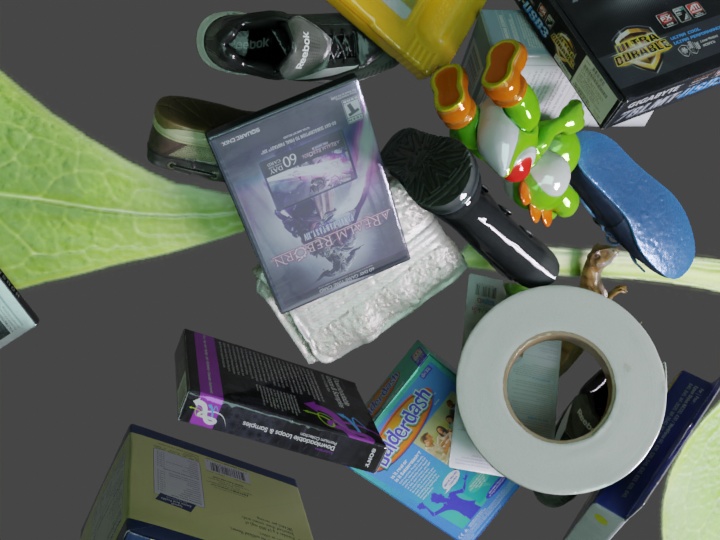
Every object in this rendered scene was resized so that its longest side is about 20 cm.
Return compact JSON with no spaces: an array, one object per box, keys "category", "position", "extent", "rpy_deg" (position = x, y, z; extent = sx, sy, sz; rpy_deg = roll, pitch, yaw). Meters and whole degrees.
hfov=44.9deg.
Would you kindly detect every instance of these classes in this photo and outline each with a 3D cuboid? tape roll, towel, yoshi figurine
[{"category":"tape roll","position":[0.193,0.115,0.849],"extent":[0.200,0.037,0.205],"rpy_deg":[-2,75,8]},{"category":"towel","position":[0.000,0.000,0.894],"extent":[0.199,0.034,0.133],"rpy_deg":[-35,112,-2]},{"category":"yoshi figurine","position":[0.149,-0.130,0.813],"extent":[0.112,0.112,0.200],"rpy_deg":[-47,132,-2]}]

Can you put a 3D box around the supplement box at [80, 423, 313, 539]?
[{"category":"supplement box","position":[-0.160,0.280,0.849],"extent":[0.199,0.200,0.135],"rpy_deg":[23,100,-19]}]

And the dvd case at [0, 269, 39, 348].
[{"category":"dvd case","position":[-0.427,0.044,0.806],"extent":[0.199,0.025,0.151],"rpy_deg":[-33,111,-3]}]

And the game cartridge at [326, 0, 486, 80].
[{"category":"game cartridge","position":[0.035,-0.298,0.786],"extent":[0.199,0.032,0.177],"rpy_deg":[35,76,-20]}]

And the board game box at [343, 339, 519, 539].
[{"category":"board game box","position":[0.092,0.195,0.969],"extent":[0.200,0.045,0.152],"rpy_deg":[39,93,-22]}]

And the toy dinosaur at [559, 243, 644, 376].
[{"category":"toy dinosaur","position":[0.248,0.068,0.974],"extent":[0.105,0.060,0.202],"rpy_deg":[19,99,-6]}]

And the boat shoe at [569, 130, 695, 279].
[{"category":"boat shoe","position":[0.282,-0.075,0.927],"extent":[0.084,0.069,0.200],"rpy_deg":[-43,108,-12]}]

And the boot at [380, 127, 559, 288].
[{"category":"boot","position":[0.120,-0.042,0.829],"extent":[0.066,0.165,0.200],"rpy_deg":[-44,119,6]}]

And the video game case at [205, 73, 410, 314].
[{"category":"video game case","position":[-0.042,-0.065,0.812],"extent":[0.142,0.019,0.201],"rpy_deg":[-23,124,-5]}]

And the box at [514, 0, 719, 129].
[{"category":"box","position":[0.252,-0.246,0.798],"extent":[0.198,0.050,0.200],"rpy_deg":[-21,73,-20]}]

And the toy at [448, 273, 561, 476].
[{"category":"toy","position":[0.150,0.114,0.920],"extent":[0.114,0.047,0.202],"rpy_deg":[12,77,-13]}]

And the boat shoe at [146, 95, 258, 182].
[{"category":"boat shoe","position":[-0.104,-0.109,0.822],"extent":[0.198,0.074,0.065],"rpy_deg":[14,129,-26]}]

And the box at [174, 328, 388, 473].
[{"category":"box","position":[-0.082,0.126,0.853],"extent":[0.198,0.143,0.036],"rpy_deg":[19,103,-18]}]

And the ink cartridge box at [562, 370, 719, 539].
[{"category":"ink cartridge box","position":[0.294,0.200,0.919],"extent":[0.198,0.047,0.201],"rpy_deg":[-43,156,-30]}]

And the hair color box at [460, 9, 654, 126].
[{"category":"hair color box","position":[0.201,-0.194,0.847],"extent":[0.198,0.061,0.099],"rpy_deg":[-2,149,-13]}]

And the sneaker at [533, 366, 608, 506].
[{"category":"sneaker","position":[0.238,0.164,0.912],"extent":[0.066,0.090,0.201],"rpy_deg":[37,102,21]}]

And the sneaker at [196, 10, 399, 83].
[{"category":"sneaker","position":[-0.047,-0.201,0.791],"extent":[0.198,0.091,0.067],"rpy_deg":[-1,108,-14]}]
